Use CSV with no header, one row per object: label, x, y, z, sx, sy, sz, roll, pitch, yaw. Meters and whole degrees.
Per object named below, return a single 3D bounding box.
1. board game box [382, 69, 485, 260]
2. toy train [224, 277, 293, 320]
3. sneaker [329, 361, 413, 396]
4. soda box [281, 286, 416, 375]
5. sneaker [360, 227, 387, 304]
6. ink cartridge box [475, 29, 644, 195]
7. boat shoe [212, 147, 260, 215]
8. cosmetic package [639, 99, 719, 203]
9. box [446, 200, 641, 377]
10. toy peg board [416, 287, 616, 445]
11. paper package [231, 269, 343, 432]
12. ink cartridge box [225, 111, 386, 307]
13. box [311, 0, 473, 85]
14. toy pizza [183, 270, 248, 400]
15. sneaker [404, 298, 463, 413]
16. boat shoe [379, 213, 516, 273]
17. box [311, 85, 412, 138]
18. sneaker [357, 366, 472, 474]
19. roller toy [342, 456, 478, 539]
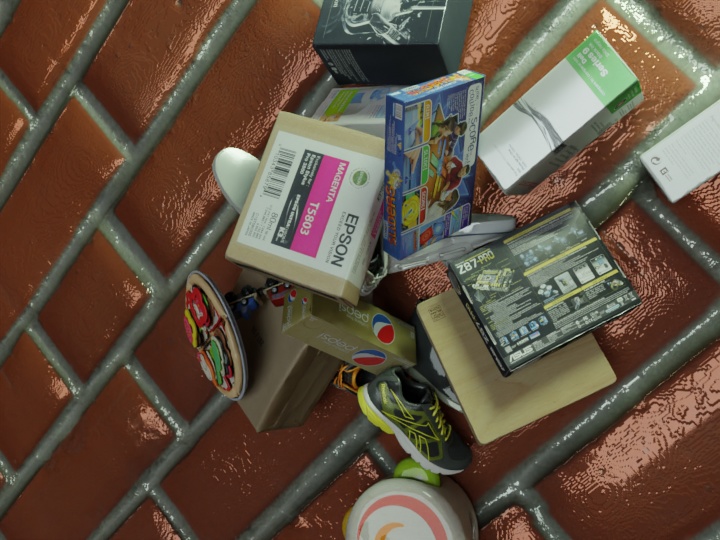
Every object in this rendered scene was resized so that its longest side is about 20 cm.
board game box,0.087,-0.126,0.828,0.034,0.134,0.202,32,135,39
toy train,-0.114,0.029,0.993,0.197,0.034,0.046,-21,62,3
sneaker,-0.018,0.156,1.073,0.197,0.077,0.080,6,100,25
soda box,-0.013,0.082,0.953,0.067,0.199,0.065,-31,45,37
sneaker,0.000,0.000,0.943,0.071,0.073,0.202,36,144,37
ink cartridge box,0.253,-0.192,0.879,0.200,0.146,0.085,-40,78,22
boat shoe,-0.135,-0.080,0.940,0.200,0.071,0.063,49,151,-23
cosmetic package,0.443,-0.168,0.824,0.199,0.101,0.072,-38,81,23
box,0.235,0.022,0.894,0.198,0.049,0.163,-26,73,-7
toy peg board,0.203,0.110,0.940,0.198,0.098,0.201,-23,70,-6
paper package,-0.132,0.116,1.070,0.200,0.103,0.192,45,112,36
ink cartridge box,-0.054,-0.077,0.852,0.163,0.075,0.203,17,82,17
box,0.053,-0.367,0.938,0.180,0.104,0.203,7,76,22
toy pizza,-0.224,0.100,1.013,0.200,0.031,0.203,35,135,45
sneaker,0.140,0.130,1.001,0.199,0.075,0.107,31,106,19
boat shoe,0.125,-0.038,0.971,0.197,0.074,0.066,-9,105,-2
box,0.041,-0.193,0.974,0.197,0.113,0.102,3,132,24
sneaker,0.090,0.215,0.973,0.199,0.075,0.085,36,119,-12
roller toy,0.078,0.395,1.020,0.200,0.139,0.183,-43,73,12
